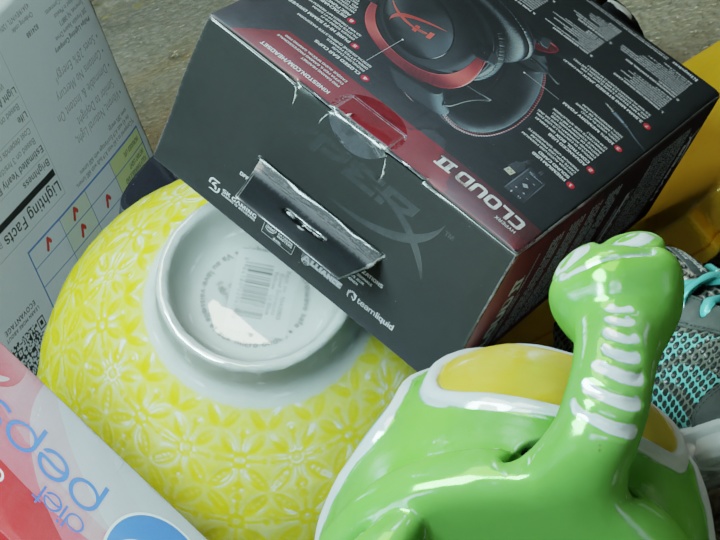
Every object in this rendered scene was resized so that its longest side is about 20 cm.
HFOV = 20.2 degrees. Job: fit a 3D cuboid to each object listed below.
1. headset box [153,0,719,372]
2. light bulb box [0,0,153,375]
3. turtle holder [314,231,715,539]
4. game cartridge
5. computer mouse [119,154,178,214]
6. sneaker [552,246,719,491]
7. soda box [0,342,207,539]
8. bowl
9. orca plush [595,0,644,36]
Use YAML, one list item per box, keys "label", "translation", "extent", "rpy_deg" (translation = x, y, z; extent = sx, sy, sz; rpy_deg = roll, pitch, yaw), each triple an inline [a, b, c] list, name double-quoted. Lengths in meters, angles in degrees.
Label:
- label: "headset box"
  translation: [0.028, -0.054, 0.791]
  extent: [0.148, 0.075, 0.200]
  rpy_deg: [38, 39, 13]
- label: "light bulb box"
  translation: [-0.204, -0.030, 1.049]
  extent: [0.124, 0.201, 0.199]
  rpy_deg: [-7, 29, 27]
- label: "turtle holder"
  translation: [0.049, 0.080, 0.682]
  extent: [0.140, 0.187, 0.132]
  rpy_deg: [-5, 36, 15]
- label: "game cartridge"
  translation: [0.129, -0.036, 0.959]
  extent: [0.176, 0.032, 0.200]
  rpy_deg: [-32, 17, 37]
- label: "computer mouse"
  translation: [-0.030, -0.067, 1.023]
  extent: [0.199, 0.053, 0.139]
  rpy_deg: [-35, 26, 2]
- label: "sneaker"
  translation: [0.128, 0.032, 0.746]
  extent: [0.077, 0.092, 0.200]
  rpy_deg: [-7, -12, -32]
- label: "soda box"
  translation: [-0.116, 0.102, 0.741]
  extent: [0.063, 0.200, 0.070]
  rpy_deg: [-36, 14, 37]
- label: "bowl"
  translation: [-0.039, 0.028, 0.826]
  extent: [0.198, 0.108, 0.202]
  rpy_deg: [0, 61, 0]
- label: "orca plush"
  translation: [0.145, -0.119, 1.079]
  extent: [0.071, 0.200, 0.106]
  rpy_deg: [12, 76, 10]
